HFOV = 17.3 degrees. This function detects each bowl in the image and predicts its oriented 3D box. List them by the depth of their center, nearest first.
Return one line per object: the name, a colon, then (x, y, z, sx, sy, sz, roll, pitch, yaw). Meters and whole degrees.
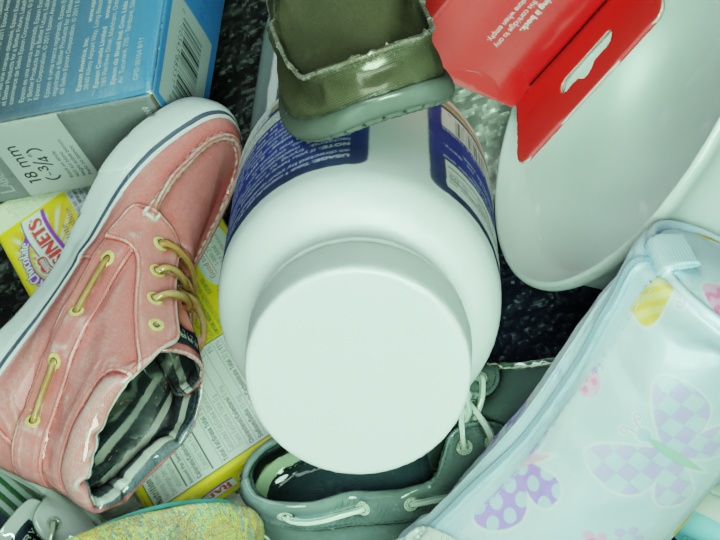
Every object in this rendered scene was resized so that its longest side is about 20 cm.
bowl: (0.150, -0.069, 1.037, 0.201, 0.090, 0.202, -48, 29, 37)

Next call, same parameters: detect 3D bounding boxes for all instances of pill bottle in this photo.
pill bottle: (0.000, 0.000, 1.007, 0.119, 0.120, 0.200, -19, 22, 9)

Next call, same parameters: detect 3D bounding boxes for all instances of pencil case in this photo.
pencil case: (0.096, 0.074, 0.965, 0.200, 0.090, 0.083, -52, 15, 25)

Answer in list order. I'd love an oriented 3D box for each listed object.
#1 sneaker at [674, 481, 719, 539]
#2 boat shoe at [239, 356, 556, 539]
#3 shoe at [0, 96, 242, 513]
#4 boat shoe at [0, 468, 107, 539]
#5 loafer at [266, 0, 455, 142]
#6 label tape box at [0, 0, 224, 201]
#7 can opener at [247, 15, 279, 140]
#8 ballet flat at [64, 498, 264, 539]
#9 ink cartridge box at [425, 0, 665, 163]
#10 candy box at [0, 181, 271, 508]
sneaker: (0.237, 0.091, 0.962, 0.199, 0.080, 0.131, 24, 76, 25)
boat shoe: (0.040, 0.078, 1.042, 0.199, 0.062, 0.073, -17, 62, 10)
shoe: (-0.094, 0.016, 1.070, 0.091, 0.072, 0.201, 22, 70, 36)
boat shoe: (-0.149, 0.135, 1.076, 0.199, 0.067, 0.074, 28, 77, 27)
loafer: (-0.012, -0.111, 1.022, 0.075, 0.070, 0.200, -18, 22, -6)
label tape box: (-0.172, -0.111, 1.188, 0.198, 0.063, 0.145, -8, 53, 20)
can opener: (-0.019, -0.103, 1.155, 0.052, 0.066, 0.202, 4, 75, 17)
ballet flat: (-0.127, 0.150, 0.992, 0.198, 0.071, 0.071, -11, 59, -17)
ink cartridge box: (0.073, -0.162, 1.086, 0.116, 0.067, 0.201, -48, 32, 39)
candy box: (-0.097, 0.020, 1.136, 0.102, 0.026, 0.201, -34, 59, 2)
